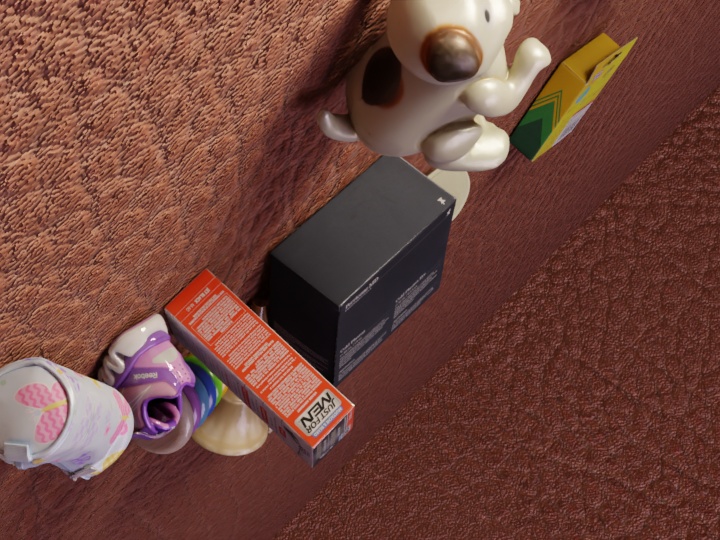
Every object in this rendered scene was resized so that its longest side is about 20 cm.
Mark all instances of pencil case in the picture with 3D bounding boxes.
[{"bbox_3d":[-0.259,0.129,1.262,0.200,0.083,0.091,66,45,-77],"label":"pencil case"}]

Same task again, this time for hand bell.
[{"bbox_3d":[-0.138,0.110,1.722,0.104,0.104,0.200,-35,151,-47],"label":"hand bell"}]

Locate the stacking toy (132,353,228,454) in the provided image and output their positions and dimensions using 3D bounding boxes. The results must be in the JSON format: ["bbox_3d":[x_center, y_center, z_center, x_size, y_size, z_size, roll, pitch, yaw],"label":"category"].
[{"bbox_3d":[-0.174,0.120,1.589,0.085,0.085,0.200,-53,173,30],"label":"stacking toy"}]

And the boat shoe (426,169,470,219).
[{"bbox_3d":[0.069,-0.074,1.894,0.068,0.072,0.200,-3,-144,48],"label":"boat shoe"}]

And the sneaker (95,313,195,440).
[{"bbox_3d":[-0.220,0.135,1.425,0.080,0.088,0.200,-36,166,-50],"label":"sneaker"}]

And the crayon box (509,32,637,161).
[{"bbox_3d":[0.304,-0.259,2.113,0.127,0.051,0.200,-37,166,-44],"label":"crayon box"}]

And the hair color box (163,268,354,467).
[{"bbox_3d":[-0.098,0.098,1.454,0.064,0.200,0.111,-44,169,-13],"label":"hair color box"}]

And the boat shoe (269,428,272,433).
[{"bbox_3d":[-0.130,0.185,1.972,0.063,0.071,0.200,-35,180,20],"label":"boat shoe"}]

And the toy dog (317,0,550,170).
[{"bbox_3d":[0.061,-0.188,1.258,0.194,0.140,0.200,-5,158,-13],"label":"toy dog"}]

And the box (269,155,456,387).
[{"bbox_3d":[0.000,0.000,1.662,0.200,0.104,0.182,-42,159,-28],"label":"box"}]
